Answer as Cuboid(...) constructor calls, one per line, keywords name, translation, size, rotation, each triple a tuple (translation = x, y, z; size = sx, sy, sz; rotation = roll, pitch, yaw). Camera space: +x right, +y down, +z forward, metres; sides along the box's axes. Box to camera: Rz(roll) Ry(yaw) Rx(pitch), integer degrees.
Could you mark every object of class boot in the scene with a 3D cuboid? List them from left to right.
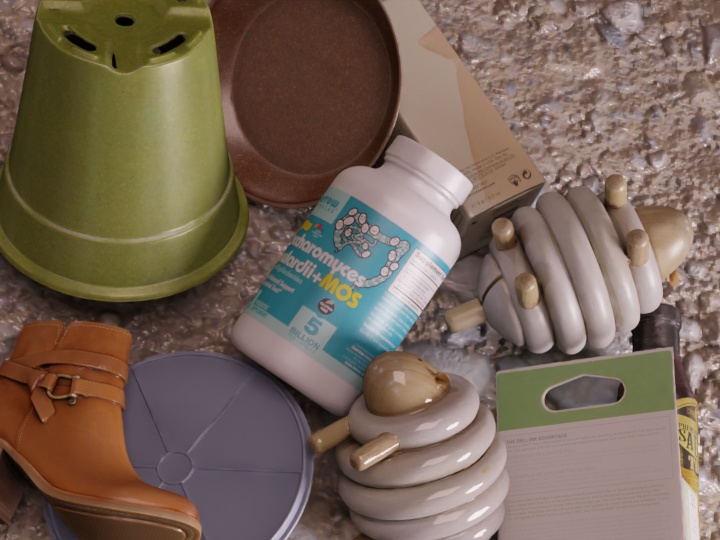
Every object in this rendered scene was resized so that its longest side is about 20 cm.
Cuboid(name="boot", translation=(-0.186, 0.115, 1.258), size=(0.200, 0.077, 0.155), rotation=(5, 55, 23))

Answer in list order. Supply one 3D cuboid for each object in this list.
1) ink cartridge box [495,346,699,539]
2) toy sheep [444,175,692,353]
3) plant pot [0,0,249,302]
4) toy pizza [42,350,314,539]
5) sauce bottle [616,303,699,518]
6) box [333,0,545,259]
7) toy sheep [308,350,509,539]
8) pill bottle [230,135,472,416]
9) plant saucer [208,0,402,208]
Cuboid(name="ink cartridge box", translation=(0.173, 0.166, 1.305), size=(0.146, 0.048, 0.200), rotation=(-10, 62, 23))
Cuboid(name="toy sheep", translation=(0.158, 0.000, 1.354), size=(0.200, 0.138, 0.138), rotation=(-17, 68, 2))
Cuboid(name="plant pot", translation=(-0.175, -0.112, 1.292), size=(0.200, 0.190, 0.200), rotation=(5, 45, -5))
Cuboid(name="toy pizza", translation=(-0.131, 0.149, 1.280), size=(0.200, 0.032, 0.200), rotation=(-5, 57, 7))
Cuboid(name="sauce bottle", translation=(0.229, 0.122, 1.366), size=(0.066, 0.066, 0.200), rotation=(7, 66, -8))
Cuboid(name="box", translation=(0.053, -0.115, 1.427), size=(0.078, 0.095, 0.200), rotation=(-26, 74, -23))
Cuboid(name="toy sheep", translation=(0.043, 0.149, 1.278), size=(0.138, 0.138, 0.200), rotation=(-22, 114, -20))
Cuboid(name="pill bottle", translation=(0.000, 0.000, 1.318), size=(0.111, 0.111, 0.200), rotation=(34, 85, 5))
Cuboid(name="plant saucer", translation=(-0.047, -0.149, 1.398), size=(0.200, 0.200, 0.037), rotation=(56, 26, 15))
